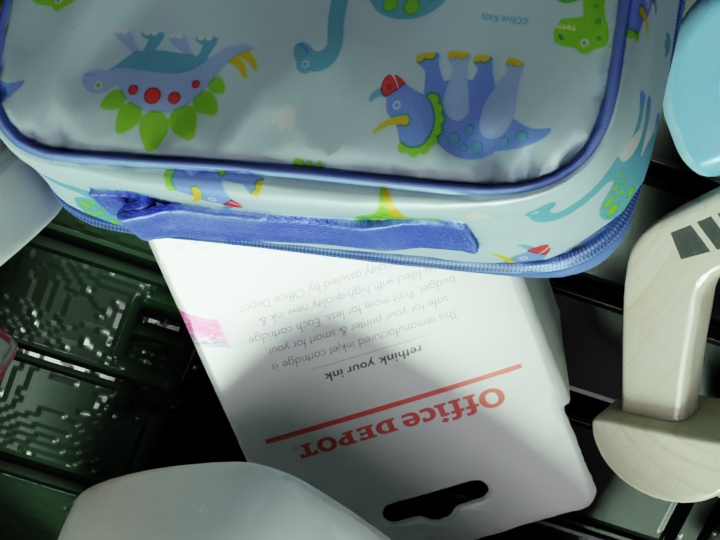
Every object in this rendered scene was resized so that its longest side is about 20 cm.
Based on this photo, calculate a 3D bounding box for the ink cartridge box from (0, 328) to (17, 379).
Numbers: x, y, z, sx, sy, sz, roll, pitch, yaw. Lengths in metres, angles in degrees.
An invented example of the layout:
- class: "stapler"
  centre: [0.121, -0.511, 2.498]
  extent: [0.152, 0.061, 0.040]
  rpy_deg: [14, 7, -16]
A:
- class: "ink cartridge box"
  centre: [-0.238, 0.073, 0.945]
  extent: [0.146, 0.085, 0.200]
  rpy_deg: [34, 110, -5]

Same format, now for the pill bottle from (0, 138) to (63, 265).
- class: "pill bottle"
  centre: [-0.184, -0.078, 0.839]
  extent: [0.116, 0.116, 0.200]
  rpy_deg: [-29, 103, 17]

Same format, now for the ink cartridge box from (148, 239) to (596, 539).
- class: "ink cartridge box"
  centre: [0.000, 0.000, 0.929]
  extent: [0.115, 0.068, 0.200]
  rpy_deg: [-16, 118, 10]

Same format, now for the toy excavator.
- class: "toy excavator"
  centre: [0.141, -0.034, 0.889]
  extent: [0.200, 0.100, 0.195]
  rpy_deg: [-19, 98, 37]

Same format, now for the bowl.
- class: "bowl"
  centre: [-0.017, 0.154, 0.957]
  extent: [0.200, 0.075, 0.200]
  rpy_deg: [39, 157, -18]

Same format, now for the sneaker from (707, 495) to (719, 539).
- class: "sneaker"
  centre: [0.169, 0.058, 0.961]
  extent: [0.087, 0.075, 0.200]
  rpy_deg: [16, 120, -2]

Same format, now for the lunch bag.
- class: "lunch bag"
  centre: [-0.006, -0.081, 0.808]
  extent: [0.200, 0.161, 0.082]
  rpy_deg: [4, 161, 18]
